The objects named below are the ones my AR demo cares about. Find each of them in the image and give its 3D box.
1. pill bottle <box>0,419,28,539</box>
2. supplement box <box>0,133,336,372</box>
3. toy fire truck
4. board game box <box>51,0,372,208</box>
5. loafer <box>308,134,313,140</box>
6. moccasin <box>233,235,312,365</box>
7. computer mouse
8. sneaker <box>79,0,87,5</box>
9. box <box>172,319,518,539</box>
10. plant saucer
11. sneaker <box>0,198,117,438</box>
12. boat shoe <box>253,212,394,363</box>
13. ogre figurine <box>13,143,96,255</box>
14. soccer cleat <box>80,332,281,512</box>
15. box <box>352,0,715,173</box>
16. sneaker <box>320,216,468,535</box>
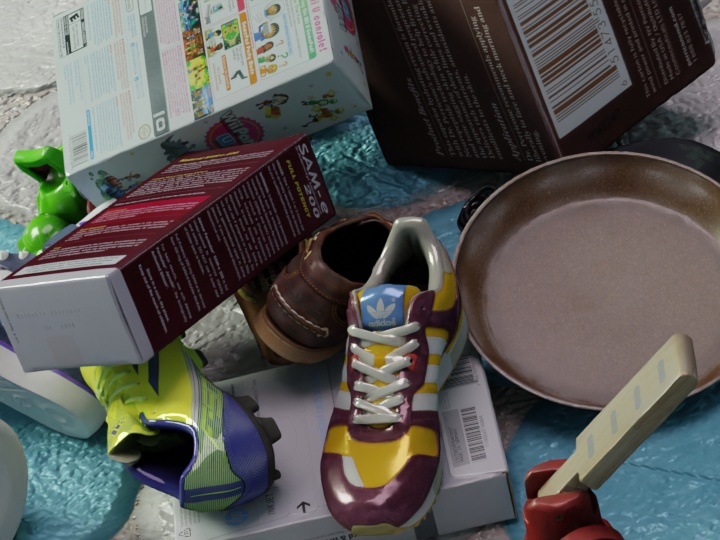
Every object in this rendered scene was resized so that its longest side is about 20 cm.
[{"bbox_3d":[-0.311,0.119,1.493,0.199,0.113,0.112,13,43,34],"label":"pill bottle"},{"bbox_3d":[-0.117,-0.012,1.476,0.108,0.061,0.200,-6,24,41],"label":"supplement box"},{"bbox_3d":[0.136,0.153,1.203,0.128,0.201,0.176,-20,35,-7],"label":"toy fire truck"},{"bbox_3d":[-0.102,-0.140,1.614,0.199,0.064,0.148,-22,53,16],"label":"board game box"},{"bbox_3d":[-0.059,-0.121,1.686,0.069,0.070,0.200,4,30,16],"label":"loafer"},{"bbox_3d":[-0.071,-0.019,1.627,0.073,0.078,0.202,-16,34,2],"label":"moccasin"},{"bbox_3d":[0.164,-0.044,1.598,0.199,0.053,0.139,-14,34,2],"label":"computer mouse"},{"bbox_3d":[-0.129,-0.170,1.840,0.199,0.105,0.076,-11,61,-16],"label":"sneaker"},{"bbox_3d":[-0.015,0.110,1.461,0.199,0.041,0.156,-13,34,1],"label":"box"},{"bbox_3d":[0.156,0.011,1.503,0.199,0.032,0.201,-2,53,3],"label":"plant saucer"},{"bbox_3d":[-0.218,0.004,1.575,0.199,0.081,0.147,30,67,2],"label":"sneaker"},{"bbox_3d":[0.000,0.000,1.529,0.070,0.071,0.200,34,23,5],"label":"boat shoe"},{"bbox_3d":[-0.176,-0.063,1.699,0.119,0.201,0.098,4,-4,41],"label":"ogre figurine"},{"bbox_3d":[-0.125,0.082,1.442,0.083,0.065,0.200,-17,31,-31],"label":"soccer cleat"},{"bbox_3d":[0.104,-0.178,1.675,0.164,0.167,0.199,-37,27,-29],"label":"box"},{"bbox_3d":[0.014,0.059,1.397,0.074,0.090,0.201,-3,43,14],"label":"sneaker"}]
